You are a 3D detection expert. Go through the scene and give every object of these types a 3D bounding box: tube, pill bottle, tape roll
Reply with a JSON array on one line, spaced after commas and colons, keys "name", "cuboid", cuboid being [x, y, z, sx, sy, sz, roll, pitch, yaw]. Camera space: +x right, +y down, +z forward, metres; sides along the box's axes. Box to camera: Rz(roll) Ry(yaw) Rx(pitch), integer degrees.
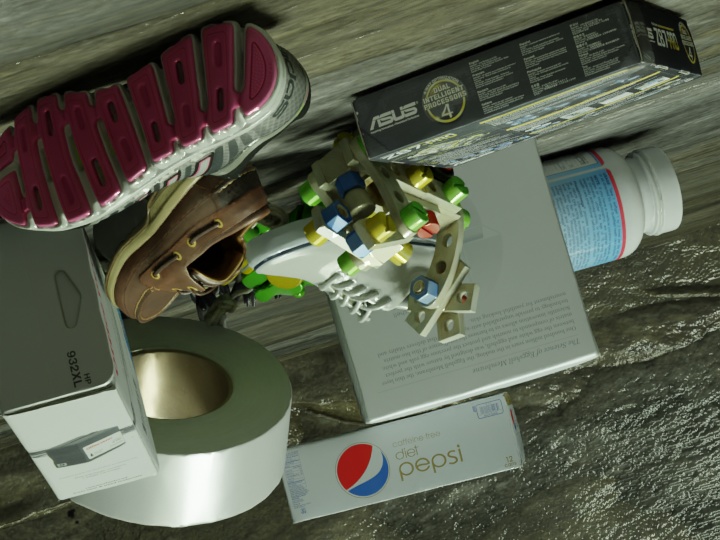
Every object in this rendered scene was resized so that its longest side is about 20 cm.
[{"name": "tube", "cuboid": [-0.158, -0.014, 1.597, 0.052, 0.058, 0.200, -20, 172, 1]}, {"name": "pill bottle", "cuboid": [0.197, -0.054, 2.004, 0.199, 0.109, 0.109, -15, 174, -12]}, {"name": "tape roll", "cuboid": [-0.155, 0.117, 1.691, 0.201, 0.071, 0.203, 5, -150, -3]}]

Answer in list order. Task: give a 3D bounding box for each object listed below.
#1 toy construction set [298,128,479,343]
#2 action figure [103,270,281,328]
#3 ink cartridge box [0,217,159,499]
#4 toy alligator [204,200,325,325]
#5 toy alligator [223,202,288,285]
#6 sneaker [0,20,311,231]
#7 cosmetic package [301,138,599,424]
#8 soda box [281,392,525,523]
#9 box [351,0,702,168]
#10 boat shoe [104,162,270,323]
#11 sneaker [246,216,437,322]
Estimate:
[{"name": "toy construction set", "cuboid": [0.031, -0.032, 1.511, 0.092, 0.132, 0.200, -30, 146, 13]}, {"name": "action figure", "cuboid": [-0.155, 0.027, 1.822, 0.199, 0.103, 0.119, -14, -174, -39]}, {"name": "ink cartridge box", "cuboid": [-0.211, 0.061, 1.511, 0.083, 0.146, 0.200, -15, 158, -3]}, {"name": "toy alligator", "cuboid": [-0.051, -0.006, 1.688, 0.200, 0.054, 0.059, -46, -159, 37]}, {"name": "toy alligator", "cuboid": [-0.093, -0.037, 1.639, 0.200, 0.059, 0.054, -25, -151, 59]}, {"name": "sneaker", "cuboid": [-0.107, -0.071, 1.137, 0.199, 0.074, 0.087, -25, 165, 26]}, {"name": "cosmetic package", "cuboid": [0.071, 0.007, 1.769, 0.198, 0.201, 0.123, -15, 174, -3]}, {"name": "soda box", "cuboid": [0.035, 0.155, 1.775, 0.199, 0.064, 0.068, -14, 177, 7]}, {"name": "box", "cuboid": [0.115, -0.121, 1.426, 0.199, 0.049, 0.161, -19, 176, 23]}, {"name": "boat shoe", "cuboid": [-0.116, -0.013, 1.428, 0.072, 0.068, 0.200, -35, 170, -36]}, {"name": "sneaker", "cuboid": [0.000, 0.000, 1.586, 0.199, 0.071, 0.073, 1, 158, -44]}]
